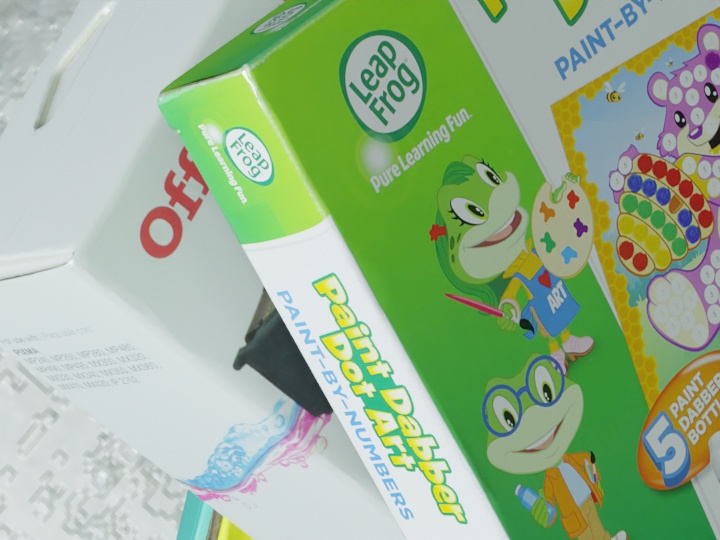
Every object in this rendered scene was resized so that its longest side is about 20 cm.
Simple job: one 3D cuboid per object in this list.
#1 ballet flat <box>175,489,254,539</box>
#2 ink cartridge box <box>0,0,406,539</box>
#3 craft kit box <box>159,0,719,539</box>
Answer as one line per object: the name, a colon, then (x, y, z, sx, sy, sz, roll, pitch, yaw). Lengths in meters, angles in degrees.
ballet flat: (-0.040, 0.115, 0.820, 0.067, 0.067, 0.201, 21, 86, -13)
ink cartridge box: (0.000, 0.000, 0.740, 0.200, 0.083, 0.146, 40, 64, -27)
craft kit box: (0.069, -0.014, 0.705, 0.200, 0.048, 0.198, -40, 105, -34)
